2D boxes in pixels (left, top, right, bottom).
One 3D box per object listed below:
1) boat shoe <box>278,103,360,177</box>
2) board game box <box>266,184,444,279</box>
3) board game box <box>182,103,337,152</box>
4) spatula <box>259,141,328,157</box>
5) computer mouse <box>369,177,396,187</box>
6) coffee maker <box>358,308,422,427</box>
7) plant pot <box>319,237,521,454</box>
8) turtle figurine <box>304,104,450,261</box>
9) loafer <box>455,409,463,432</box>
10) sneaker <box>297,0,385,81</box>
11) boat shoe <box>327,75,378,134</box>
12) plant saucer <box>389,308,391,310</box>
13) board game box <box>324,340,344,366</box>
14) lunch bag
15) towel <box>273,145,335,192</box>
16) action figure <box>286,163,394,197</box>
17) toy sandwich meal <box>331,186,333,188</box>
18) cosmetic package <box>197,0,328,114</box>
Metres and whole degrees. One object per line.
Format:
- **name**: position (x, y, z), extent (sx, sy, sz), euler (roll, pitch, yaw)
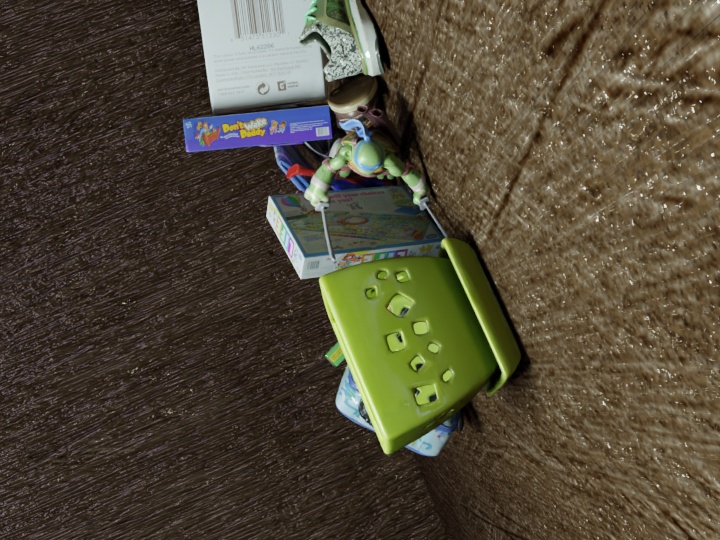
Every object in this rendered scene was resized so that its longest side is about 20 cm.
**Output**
- **boat shoe**: position (-0.062, -0.199, 1.426), extent (0.200, 0.057, 0.067), euler (44, 122, 40)
- **board game box**: position (-0.006, -0.054, 1.200), extent (0.135, 0.199, 0.034), euler (-122, 34, -44)
- **board game box**: position (-0.136, -0.202, 1.302), extent (0.135, 0.198, 0.045), euler (-85, -11, -78)
- **spatula**: position (-0.049, -0.169, 1.333), extent (0.056, 0.199, 0.021), euler (-151, 71, -71)
- **computer mouse**: position (0.025, -0.170, 1.397), extent (0.059, 0.034, 0.201), euler (10, 116, 66)
- **coffee maker**: position (0.045, 0.107, 1.424), extent (0.135, 0.192, 0.200), euler (52, -178, -20)
- **plant pot**: position (0.073, 0.084, 1.086), extent (0.200, 0.180, 0.200), euler (88, 158, -75)
- **turtle figurine**: position (0.008, -0.101, 1.169), extent (0.201, 0.143, 0.194), euler (61, -174, -13)
- **loafer**: position (0.124, 0.202, 1.649), extent (0.073, 0.071, 0.201), euler (78, 169, -63)
- **sneaker**: position (-0.042, -0.313, 1.134), extent (0.077, 0.088, 0.201), euler (78, 169, -65)
- **boat shoe**: position (0.000, -0.217, 1.254), extent (0.072, 0.072, 0.200), euler (62, -179, -15)
- **plant saucer**: position (0.000, 0.000, 1.377), extent (0.200, 0.037, 0.202), euler (-23, 62, 52)
- **board game box**: position (0.017, 0.084, 1.603), extent (0.029, 0.200, 0.135), euler (44, 173, 3)
- **lunch bag**: position (0.065, 0.203, 1.523), extent (0.083, 0.199, 0.161), euler (-64, 0, 27)
- **towel**: position (-0.074, -0.132, 1.384), extent (0.147, 0.024, 0.200), euler (47, -173, -17)
- **action figure**: position (-0.012, -0.104, 1.296), extent (0.052, 0.199, 0.066), euler (-33, 57, 50)
- **toy sandwich meal**: position (-0.007, -0.115, 1.701), extent (0.205, 0.070, 0.206), euler (158, 90, -85)
- **cosmetic package**: position (-0.136, -0.323, 1.354), extent (0.200, 0.166, 0.168), euler (-97, 0, -79)
